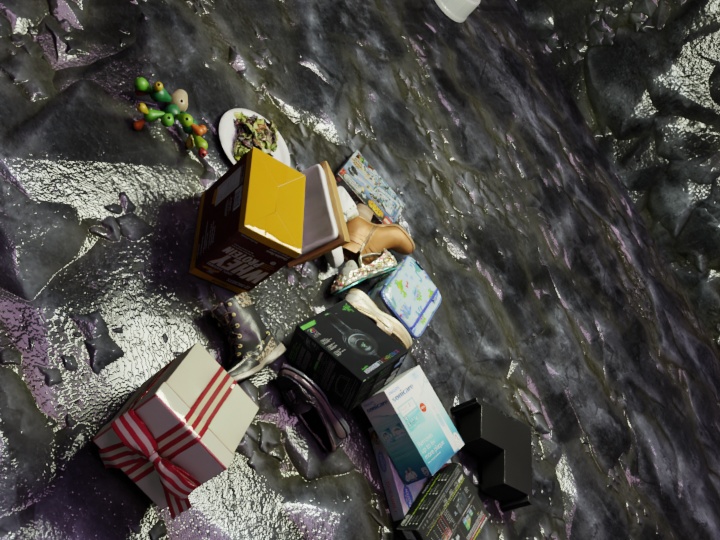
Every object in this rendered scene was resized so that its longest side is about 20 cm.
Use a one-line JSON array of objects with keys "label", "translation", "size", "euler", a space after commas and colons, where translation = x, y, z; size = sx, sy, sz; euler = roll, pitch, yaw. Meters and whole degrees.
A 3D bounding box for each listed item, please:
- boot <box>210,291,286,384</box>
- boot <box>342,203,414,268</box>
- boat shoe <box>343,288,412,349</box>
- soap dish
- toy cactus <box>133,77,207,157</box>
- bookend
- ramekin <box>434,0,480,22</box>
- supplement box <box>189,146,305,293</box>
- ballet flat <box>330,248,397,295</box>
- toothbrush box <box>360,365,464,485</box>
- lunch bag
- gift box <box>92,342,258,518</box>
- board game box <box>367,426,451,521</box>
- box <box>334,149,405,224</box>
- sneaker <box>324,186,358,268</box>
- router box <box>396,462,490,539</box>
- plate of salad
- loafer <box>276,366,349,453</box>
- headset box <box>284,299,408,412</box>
[{"label": "boot", "translation": [-0.239, 0.134, 1.433], "size": [0.151, 0.073, 0.200], "euler": [59, 35, 0]}, {"label": "boot", "translation": [0.037, -0.056, 1.850], "size": [0.199, 0.074, 0.155], "euler": [32, 50, -14]}, {"label": "boat shoe", "translation": [0.032, 0.130, 1.727], "size": [0.200, 0.074, 0.069], "euler": [40, 47, -11]}, {"label": "soap dish", "translation": [-0.110, -0.122, 1.680], "size": [0.081, 0.156, 0.202], "euler": [21, 50, -57]}, {"label": "toy cactus", "translation": [-0.395, -0.330, 1.578], "size": [0.199, 0.102, 0.166], "euler": [35, 25, -22]}, {"label": "bookend", "translation": [0.313, 0.442, 1.796], "size": [0.198, 0.092, 0.201], "euler": [30, 48, -27]}, {"label": "ramekin", "translation": [0.360, -1.043, 2.806], "size": [0.200, 0.097, 0.202], "euler": [26, 49, -34]}, {"label": "supplement box", "translation": [-0.224, -0.094, 1.496], "size": [0.132, 0.199, 0.199], "euler": [26, 49, -33]}, {"label": "ballet flat", "translation": [0.000, 0.000, 1.756], "size": [0.199, 0.076, 0.064], "euler": [-22, 84, -37]}, {"label": "toothbrush box", "translation": [0.112, 0.328, 1.601], "size": [0.146, 0.085, 0.201], "euler": [-23, 81, -51]}, {"label": "lunch bag", "translation": [0.111, 0.074, 1.836], "size": [0.161, 0.082, 0.200], "euler": [53, 40, -10]}, {"label": "gift box", "translation": [-0.299, 0.266, 1.207], "size": [0.185, 0.200, 0.187], "euler": [45, 25, -9]}, {"label": "board game box", "translation": [0.122, 0.427, 1.645], "size": [0.199, 0.041, 0.202], "euler": [4, 63, -45]}, {"label": "box", "translation": [0.021, -0.201, 1.950], "size": [0.200, 0.040, 0.137], "euler": [48, 39, -13]}, {"label": "sneaker", "translation": [-0.049, -0.110, 1.763], "size": [0.115, 0.074, 0.201], "euler": [-13, 73, -21]}, {"label": "router box", "translation": [0.178, 0.527, 1.568], "size": [0.200, 0.062, 0.151], "euler": [-43, 108, -43]}, {"label": "plate of salad", "translation": [-0.238, -0.294, 1.734], "size": [0.199, 0.048, 0.201], "euler": [25, 49, -33]}, {"label": "loafer", "translation": [-0.099, 0.279, 1.492], "size": [0.200, 0.072, 0.063], "euler": [50, 44, -15]}, {"label": "headset box", "translation": [-0.033, 0.168, 1.561], "size": [0.200, 0.093, 0.174], "euler": [38, 35, 21]}]
